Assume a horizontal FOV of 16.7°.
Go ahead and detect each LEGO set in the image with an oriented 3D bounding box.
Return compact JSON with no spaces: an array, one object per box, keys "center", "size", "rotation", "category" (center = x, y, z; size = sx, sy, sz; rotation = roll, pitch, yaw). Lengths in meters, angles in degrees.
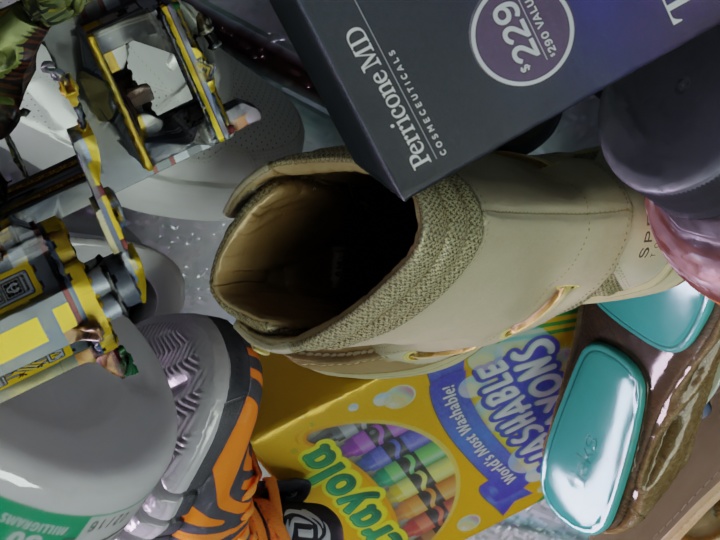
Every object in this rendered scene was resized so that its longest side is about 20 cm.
[{"center":[-0.089,-0.074,0.657],"size":[0.116,0.154,0.200],"rotation":[-26,104,-7],"category":"LEGO set"}]

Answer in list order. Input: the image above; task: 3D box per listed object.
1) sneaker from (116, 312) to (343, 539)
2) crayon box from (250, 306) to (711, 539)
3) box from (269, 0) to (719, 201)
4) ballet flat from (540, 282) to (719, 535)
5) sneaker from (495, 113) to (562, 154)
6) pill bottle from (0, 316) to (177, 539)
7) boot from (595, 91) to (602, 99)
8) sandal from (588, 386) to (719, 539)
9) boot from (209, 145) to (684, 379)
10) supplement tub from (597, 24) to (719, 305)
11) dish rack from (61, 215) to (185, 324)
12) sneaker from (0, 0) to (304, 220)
[{"center":[-0.051,0.082,0.921],"size":[0.112,0.078,0.200],"rotation":[3,145,-25],"category":"sneaker"},{"center":[0.031,0.055,1.007],"size":[0.200,0.052,0.126],"rotation":[-27,138,7],"category":"crayon box"},{"center":[0.019,-0.143,0.694],"size":[0.141,0.079,0.200],"rotation":[-29,105,-2],"category":"box"},{"center":[0.119,0.017,0.931],"size":[0.072,0.068,0.200],"rotation":[-28,142,-36],"category":"ballet flat"},{"center":[0.029,-0.099,0.823],"size":[0.074,0.081,0.200],"rotation":[-24,139,3],"category":"sneaker"},{"center":[-0.153,0.093,0.787],"size":[0.113,0.113,0.200],"rotation":[16,125,-35],"category":"pill bottle"},{"center":[0.188,-0.093,0.886],"size":[0.200,0.075,0.097],"rotation":[5,121,-17],"category":"boot"},{"center":[0.176,0.077,1.037],"size":[0.070,0.078,0.212],"rotation":[24,130,-11],"category":"sandal"},{"center":[0.000,0.000,0.851],"size":[0.155,0.073,0.200],"rotation":[-5,174,-45],"category":"boot"},{"center":[0.165,-0.020,0.803],"size":[0.200,0.107,0.107],"rotation":[27,120,-39],"category":"supplement tub"},{"center":[-0.179,0.034,0.902],"size":[0.200,0.044,0.172],"rotation":[5,133,-27],"category":"dish rack"},{"center":[-0.076,-0.090,0.794],"size":[0.200,0.074,0.116],"rotation":[20,127,-36],"category":"sneaker"}]
